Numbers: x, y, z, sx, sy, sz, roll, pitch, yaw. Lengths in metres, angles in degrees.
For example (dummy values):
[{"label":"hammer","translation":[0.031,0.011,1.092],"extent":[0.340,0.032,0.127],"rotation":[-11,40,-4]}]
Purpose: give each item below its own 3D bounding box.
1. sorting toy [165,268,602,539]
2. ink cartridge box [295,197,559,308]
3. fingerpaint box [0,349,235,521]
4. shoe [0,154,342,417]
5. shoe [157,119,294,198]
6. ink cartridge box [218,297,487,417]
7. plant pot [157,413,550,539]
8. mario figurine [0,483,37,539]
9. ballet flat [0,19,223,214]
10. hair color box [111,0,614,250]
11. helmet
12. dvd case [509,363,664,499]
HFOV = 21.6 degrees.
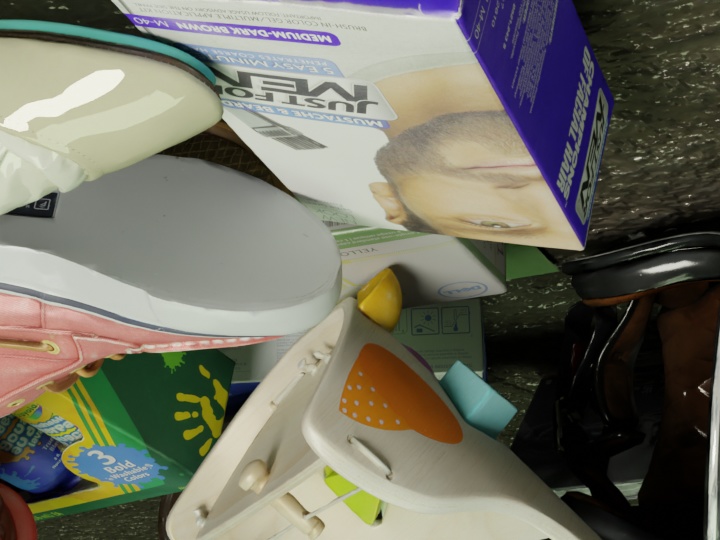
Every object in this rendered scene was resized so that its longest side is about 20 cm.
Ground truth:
[{"label":"sorting toy","translation":[0.034,0.105,0.837],"extent":[0.180,0.107,0.200],"rotation":[36,152,-8]},{"label":"ink cartridge box","translation":[0.000,0.000,0.877],"extent":[0.145,0.048,0.200],"rotation":[-9,158,20]},{"label":"fingerpaint box","translation":[-0.192,0.059,0.932],"extent":[0.199,0.074,0.167],"rotation":[-15,141,36]},{"label":"shoe","translation":[-0.107,0.010,0.694],"extent":[0.198,0.072,0.091],"rotation":[8,136,1]},{"label":"shoe","translation":[-0.122,-0.034,0.756],"extent":[0.198,0.070,0.053],"rotation":[-1,-169,9]},{"label":"ink cartridge box","translation":[-0.030,0.054,1.035],"extent":[0.198,0.045,0.094],"rotation":[-2,160,4]},{"label":"plant pot","translation":[-0.013,0.162,1.043],"extent":[0.186,0.188,0.200],"rotation":[-15,143,36]},{"label":"mario figurine","translation":[-0.203,0.114,0.842],"extent":[0.105,0.124,0.201],"rotation":[-1,143,-4]},{"label":"ballet flat","translation":[-0.136,-0.049,0.596],"extent":[0.199,0.070,0.069],"rotation":[13,168,25]},{"label":"hair color box","translation":[0.010,-0.070,0.610],"extent":[0.109,0.065,0.200],"rotation":[7,166,20]},{"label":"helmet","translation":[0.187,0.067,0.868],"extent":[0.199,0.202,0.190],"rotation":[16,170,-42]},{"label":"dvd case","translation":[0.182,0.084,1.054],"extent":[0.199,0.016,0.149],"rotation":[-8,-161,20]}]
